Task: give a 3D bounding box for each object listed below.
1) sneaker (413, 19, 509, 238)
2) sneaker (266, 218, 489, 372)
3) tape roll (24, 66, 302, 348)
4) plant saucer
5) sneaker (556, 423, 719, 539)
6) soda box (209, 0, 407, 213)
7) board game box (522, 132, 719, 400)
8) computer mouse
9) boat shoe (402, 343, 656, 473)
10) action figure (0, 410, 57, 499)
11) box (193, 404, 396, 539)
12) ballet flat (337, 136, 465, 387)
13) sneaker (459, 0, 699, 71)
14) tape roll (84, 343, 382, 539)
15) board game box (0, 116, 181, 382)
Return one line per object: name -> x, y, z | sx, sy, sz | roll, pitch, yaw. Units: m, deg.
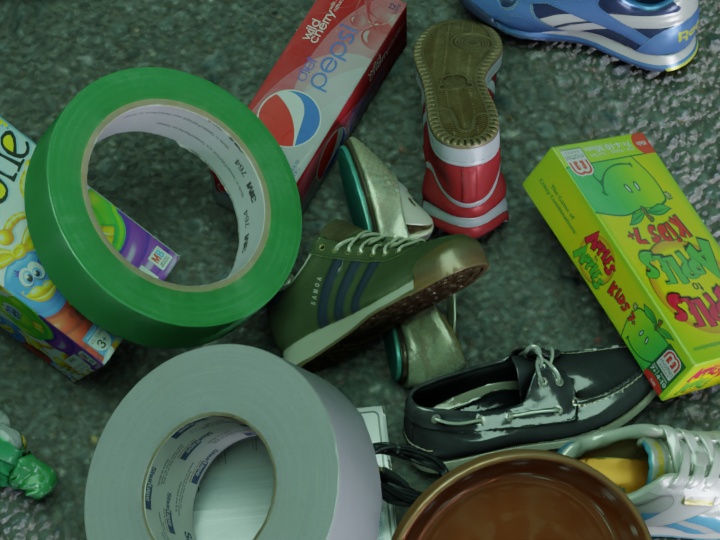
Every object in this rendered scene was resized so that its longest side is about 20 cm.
sneaker -> 0.078, -0.106, 1.833 | 0.071, 0.113, 0.200 | -1, 35, 3
sneaker -> 0.000, 0.000, 1.717 | 0.067, 0.200, 0.090 | -6, 70, -49
tape roll -> -0.140, -0.045, 1.700 | 0.200, 0.048, 0.201 | 13, 61, -25
plant saucer -> 0.108, 0.221, 1.645 | 0.199, 0.032, 0.202 | -2, 99, -12
sneaker -> 0.231, 0.148, 1.698 | 0.199, 0.081, 0.077 | -7, 64, -3
soda box -> -0.038, -0.130, 1.839 | 0.070, 0.063, 0.201 | 26, 69, 12
board game box -> 0.216, -0.006, 1.761 | 0.101, 0.048, 0.200 | -11, 60, -41
computer mouse -> 0.074, 0.183, 1.667 | 0.200, 0.034, 0.059 | 41, 83, -18
boat shoe -> 0.125, 0.088, 1.726 | 0.199, 0.063, 0.073 | -17, 38, -4
action figure -> -0.296, 0.094, 1.734 | 0.200, 0.118, 0.055 | 45, 61, 10
box -> -0.074, 0.169, 1.706 | 0.199, 0.060, 0.117 | -7, 66, -1
ballet flat -> 0.033, -0.008, 1.787 | 0.062, 0.067, 0.201 | -11, 75, -11
sneaker -> 0.173, -0.222, 1.860 | 0.199, 0.082, 0.074 | 13, 51, 6
tape roll -> -0.086, 0.154, 1.599 | 0.199, 0.066, 0.201 | -9, 71, 26
board game box -> -0.250, -0.023, 1.733 | 0.200, 0.105, 0.103 | 38, 70, -10
